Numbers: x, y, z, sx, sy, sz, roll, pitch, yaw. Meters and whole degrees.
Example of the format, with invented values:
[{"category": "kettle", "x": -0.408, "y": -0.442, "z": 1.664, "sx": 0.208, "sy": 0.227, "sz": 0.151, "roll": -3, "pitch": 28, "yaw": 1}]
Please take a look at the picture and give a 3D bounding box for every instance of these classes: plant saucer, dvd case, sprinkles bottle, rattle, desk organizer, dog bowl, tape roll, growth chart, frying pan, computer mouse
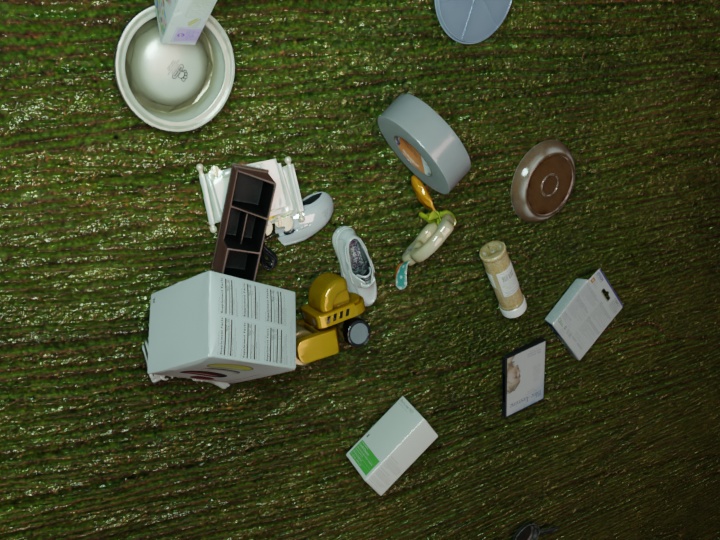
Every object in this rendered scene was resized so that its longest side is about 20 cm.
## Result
[{"category": "plant saucer", "x": 0.444, "y": -0.207, "z": 1.737, "sx": 0.195, "sy": 0.032, "sz": 0.206, "roll": -13, "pitch": 118, "yaw": -26}, {"category": "dvd case", "x": 0.445, "y": 0.294, "z": 1.984, "sx": 0.140, "sy": 0.017, "sz": 0.205, "roll": -20, "pitch": 122, "yaw": -23}, {"category": "sprinkles bottle", "x": 0.347, "y": 0.023, "z": 1.763, "sx": 0.068, "sy": 0.068, "sz": 0.202, "roll": -36, "pitch": 126, "yaw": -11}, {"category": "rattle", "x": 0.101, "y": -0.074, "z": 1.568, "sx": 0.142, "sy": 0.132, "sz": 0.199, "roll": 35, "pitch": 119, "yaw": -27}, {"category": "desk organizer", "x": -0.210, "y": -0.079, "z": 1.311, "sx": 0.070, "sy": 0.077, "sz": 0.205, "roll": 7, "pitch": 110, "yaw": -24}, {"category": "dog bowl", "x": -0.308, "y": -0.335, "z": 1.186, "sx": 0.195, "sy": 0.074, "sz": 0.206, "roll": -14, "pitch": 119, "yaw": -26}, {"category": "tape roll", "x": 0.123, "y": -0.245, "z": 1.414, "sx": 0.066, "sy": 0.200, "sz": 0.201, "roll": -43, "pitch": 127, "yaw": -5}, {"category": "growth chart", "x": -0.200, "y": -0.135, "z": 1.354, "sx": 0.195, "sy": 0.018, "sz": 0.149, "roll": -11, "pitch": 107, "yaw": -21}, {"category": "frying pan", "x": 0.545, "y": 0.822, "z": 2.290, "sx": 0.187, "sy": 0.031, "sz": 0.117, "roll": -30, "pitch": 125, "yaw": -21}, {"category": "computer mouse", "x": -0.131, "y": -0.087, "z": 1.431, "sx": 0.197, "sy": 0.044, "sz": 0.111, "roll": -33, "pitch": 124, "yaw": -14}]

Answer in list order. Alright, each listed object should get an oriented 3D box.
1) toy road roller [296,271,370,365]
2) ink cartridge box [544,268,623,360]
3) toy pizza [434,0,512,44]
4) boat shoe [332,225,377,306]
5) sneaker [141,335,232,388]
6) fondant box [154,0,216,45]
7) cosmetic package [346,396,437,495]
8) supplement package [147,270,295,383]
[{"category": "toy road roller", "x": -0.083, "y": 0.093, "z": 1.505, "sx": 0.196, "sy": 0.122, "sz": 0.150, "roll": -19, "pitch": 107, "yaw": -23}, {"category": "ink cartridge box", "x": 0.612, "y": 0.115, "z": 1.987, "sx": 0.201, "sy": 0.040, "sz": 0.200, "roll": -48, "pitch": 128, "yaw": -3}, {"category": "toy pizza", "x": 0.222, "y": -0.554, "z": 1.433, "sx": 0.196, "sy": 0.032, "sz": 0.206, "roll": -15, "pitch": 120, "yaw": -26}, {"category": "boat shoe", "x": 0.000, "y": 0.000, "z": 1.537, "sx": 0.071, "sy": 0.068, "sz": 0.204, "roll": -25, "pitch": 123, "yaw": -18}, {"category": "sneaker", "x": -0.347, "y": 0.188, "z": 1.424, "sx": 0.115, "sy": 0.076, "sz": 0.201, "roll": -41, "pitch": 120, "yaw": 3}, {"category": "fondant box", "x": -0.264, "y": -0.457, "z": 1.056, "sx": 0.057, "sy": 0.144, "sz": 0.206, "roll": -5, "pitch": 80, "yaw": -28}, {"category": "cosmetic package", "x": 0.076, "y": 0.421, "z": 1.753, "sx": 0.200, "sy": 0.107, "sz": 0.085, "roll": -46, "pitch": 127, "yaw": -6}, {"category": "supplement package", "x": -0.249, "y": 0.111, "z": 1.315, "sx": 0.197, "sy": 0.188, "sz": 0.152, "roll": 16, "pitch": 65, "yaw": -45}]
